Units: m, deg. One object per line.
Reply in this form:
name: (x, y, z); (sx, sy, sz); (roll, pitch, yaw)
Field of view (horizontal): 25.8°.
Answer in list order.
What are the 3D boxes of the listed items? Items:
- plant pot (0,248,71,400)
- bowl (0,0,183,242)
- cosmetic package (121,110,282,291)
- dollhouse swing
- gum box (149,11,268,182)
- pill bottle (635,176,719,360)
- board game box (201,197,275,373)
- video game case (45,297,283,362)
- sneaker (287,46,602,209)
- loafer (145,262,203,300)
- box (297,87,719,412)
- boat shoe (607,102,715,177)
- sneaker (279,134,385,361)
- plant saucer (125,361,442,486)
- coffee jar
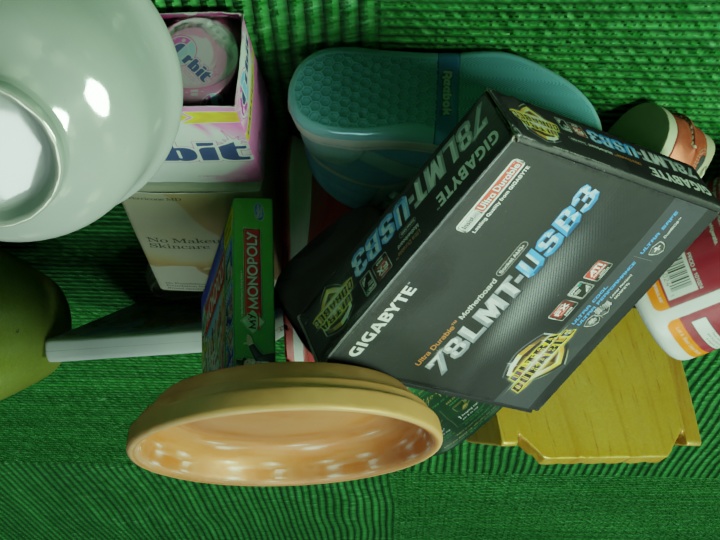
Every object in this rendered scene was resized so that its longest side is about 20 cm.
plant pot: (-0.340, 0.043, 1.299); (0.186, 0.189, 0.199); (-12, 171, 33)
bowl: (-0.203, -0.088, 0.878); (0.199, 0.091, 0.203); (2, 126, 3)
cosmetic package: (-0.109, -0.050, 1.134); (0.104, 0.072, 0.200); (0, 160, 4)
dollhouse swing: (0.160, 0.112, 1.414); (0.198, 0.183, 0.176); (3, 153, -25)
gum box: (-0.164, -0.107, 0.991); (0.198, 0.067, 0.114); (0, 161, 5)
pill bottle: (0.291, -0.021, 1.094); (0.199, 0.114, 0.113); (-23, 151, 25)
board game box: (-0.088, 0.050, 1.104); (0.029, 0.136, 0.200); (1, 159, -12)
video game case: (-0.143, 0.045, 1.359); (0.198, 0.022, 0.182); (-4, -172, 17)
sneaker: (0.053, -0.084, 1.026); (0.198, 0.080, 0.131); (11, 159, 4)
loafer: (-0.097, 0.002, 1.280); (0.199, 0.070, 0.070); (-13, 155, 35)
box: (0.094, -0.004, 0.973); (0.197, 0.050, 0.200); (14, 126, -42)
boat shoe: (0.160, -0.031, 1.085); (0.062, 0.071, 0.200); (18, 123, -43)
sneaker: (0.000, 0.000, 1.134); (0.114, 0.079, 0.202); (-2, 118, -4)
plant saucer: (-0.048, 0.097, 0.990); (0.198, 0.038, 0.200); (-2, 160, -1)
coffee jar: (0.026, 0.043, 1.088); (0.104, 0.085, 0.200); (-39, 139, 2)
